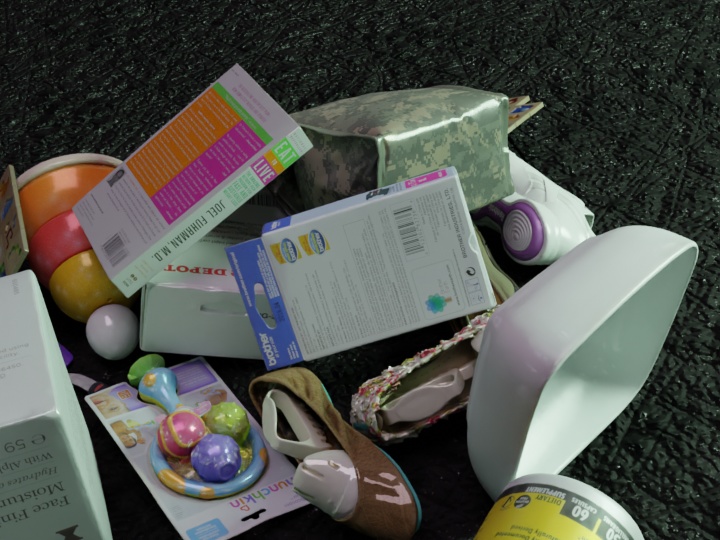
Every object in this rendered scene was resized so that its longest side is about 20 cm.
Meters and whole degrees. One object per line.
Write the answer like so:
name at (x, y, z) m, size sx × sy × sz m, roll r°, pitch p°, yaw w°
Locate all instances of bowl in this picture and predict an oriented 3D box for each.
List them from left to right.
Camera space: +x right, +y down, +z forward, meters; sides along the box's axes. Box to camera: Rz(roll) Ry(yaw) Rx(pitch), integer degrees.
bowl at (0.153, 0.065, 0.824) m, size 0.199 × 0.200 × 0.075 m, roll -35°, pitch 57°, yaw -31°

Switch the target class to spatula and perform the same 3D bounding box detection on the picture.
spatula at (-0.247, 0.102, 0.982) m, size 0.200 × 0.021 × 0.057 m, roll 23°, pitch 46°, yaw 30°

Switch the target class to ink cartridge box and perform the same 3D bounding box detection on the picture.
ink cartridge box at (-0.128, -0.014, 1.031) m, size 0.144 × 0.085 × 0.200 m, roll 5°, pitch 38°, yaw -11°
ink cartridge box at (0.000, 0.000, 0.914) m, size 0.199 × 0.120 × 0.042 m, roll -17°, pitch 19°, yaw 3°

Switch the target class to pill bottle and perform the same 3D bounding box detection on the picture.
pill bottle at (0.100, 0.236, 0.703) m, size 0.111 × 0.112 × 0.200 m, roll 16°, pitch 45°, yaw 25°

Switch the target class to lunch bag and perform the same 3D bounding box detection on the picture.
lunch bag at (0.014, -0.107, 1.027) m, size 0.164 × 0.118 × 0.200 m, roll -23°, pitch 28°, yaw -35°

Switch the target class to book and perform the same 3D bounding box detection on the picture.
book at (-0.150, -0.079, 0.956) m, size 0.200 × 0.048 × 0.134 m, roll -39°, pitch 40°, yaw -3°

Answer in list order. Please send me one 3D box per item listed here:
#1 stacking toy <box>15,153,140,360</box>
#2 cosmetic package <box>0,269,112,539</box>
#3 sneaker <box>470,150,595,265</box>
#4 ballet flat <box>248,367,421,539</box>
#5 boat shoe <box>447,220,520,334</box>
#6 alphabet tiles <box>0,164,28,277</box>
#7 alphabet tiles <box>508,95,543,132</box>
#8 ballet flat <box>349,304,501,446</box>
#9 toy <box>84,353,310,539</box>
stacking toy at (-0.255, 0.003, 1.052) m, size 0.146 × 0.146 × 0.200 m, roll -17°, pitch 60°, yaw -12°
cosmetic package at (-0.284, 0.141, 0.801) m, size 0.164 × 0.201 × 0.165 m, roll -17°, pitch 40°, yaw -12°
sneaker at (0.169, -0.060, 1.097) m, size 0.099 × 0.075 × 0.200 m, roll 8°, pitch 30°, yaw -23°
ballet flat at (-0.032, 0.141, 0.858) m, size 0.072 × 0.068 × 0.200 m, roll 7°, pitch 29°, yaw -38°
boat shoe at (0.085, 0.009, 1.007) m, size 0.074 × 0.076 × 0.200 m, roll -20°, pitch 41°, yaw -11°
alphabet tiles at (-0.351, 0.003, 1.025) m, size 0.006 × 0.167 × 0.200 m, roll 17°, pitch 30°, yaw -35°
alphabet tiles at (0.097, -0.149, 1.195) m, size 0.167 × 0.008 × 0.200 m, roll -2°, pitch 24°, yaw 38°
ballet flat at (0.083, 0.087, 0.897) m, size 0.200 × 0.076 × 0.064 m, roll -31°, pitch 5°, yaw -6°
toy at (-0.132, 0.129, 0.896) m, size 0.115 × 0.047 × 0.200 m, roll -18°, pitch 38°, yaw -31°
